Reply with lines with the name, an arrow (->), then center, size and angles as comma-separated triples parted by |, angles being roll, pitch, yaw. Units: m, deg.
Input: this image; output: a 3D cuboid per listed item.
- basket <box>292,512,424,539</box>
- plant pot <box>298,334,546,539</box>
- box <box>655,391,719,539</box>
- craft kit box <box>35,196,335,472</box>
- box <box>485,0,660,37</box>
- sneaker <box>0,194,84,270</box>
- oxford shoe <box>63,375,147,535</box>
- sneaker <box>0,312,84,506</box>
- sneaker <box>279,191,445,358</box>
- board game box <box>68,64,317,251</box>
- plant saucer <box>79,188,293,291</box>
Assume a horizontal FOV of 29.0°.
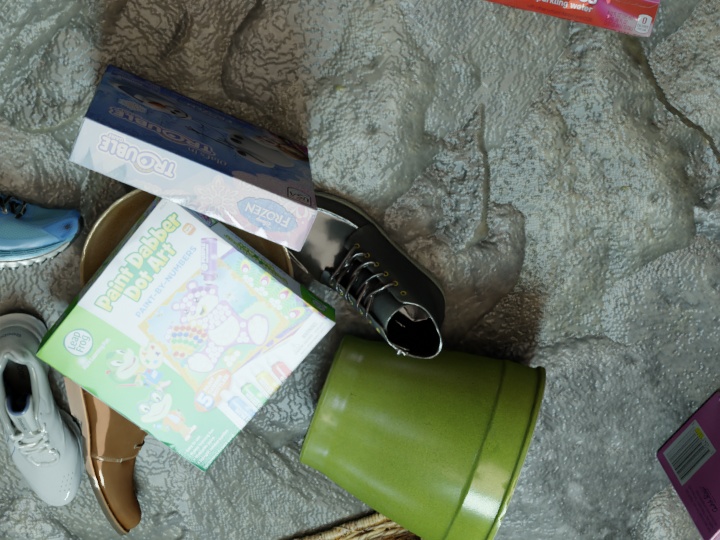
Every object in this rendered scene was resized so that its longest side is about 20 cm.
basket -> -0.003, 0.353, 1.402 | 0.199, 0.143, 0.149 | -17, 112, 2
plant pot -> 0.050, 0.151, 1.318 | 0.192, 0.200, 0.201 | 21, 108, 1
box -> 0.414, 0.244, 1.374 | 0.200, 0.176, 0.097 | 37, 104, -17
craft kit box -> -0.159, 0.055, 1.281 | 0.197, 0.049, 0.200 | 38, 104, -12
box -> 0.161, -0.276, 1.200 | 0.199, 0.096, 0.100 | 11, 110, -8
sneaker -> -0.351, -0.055, 1.258 | 0.199, 0.078, 0.090 | 5, 107, -6
oxford shoe -> -0.235, 0.166, 1.355 | 0.071, 0.071, 0.201 | -11, 110, -4
sneaker -> -0.317, 0.144, 1.330 | 0.074, 0.087, 0.201 | -15, 112, -1
sneaker -> 0.000, 0.000, 1.286 | 0.200, 0.106, 0.075 | 32, 105, -11
board game box -> -0.138, -0.101, 1.190 | 0.199, 0.199, 0.043 | 22, 108, -12
plant saucer -> -0.161, 0.003, 1.308 | 0.199, 0.035, 0.201 | 0, 115, 0
